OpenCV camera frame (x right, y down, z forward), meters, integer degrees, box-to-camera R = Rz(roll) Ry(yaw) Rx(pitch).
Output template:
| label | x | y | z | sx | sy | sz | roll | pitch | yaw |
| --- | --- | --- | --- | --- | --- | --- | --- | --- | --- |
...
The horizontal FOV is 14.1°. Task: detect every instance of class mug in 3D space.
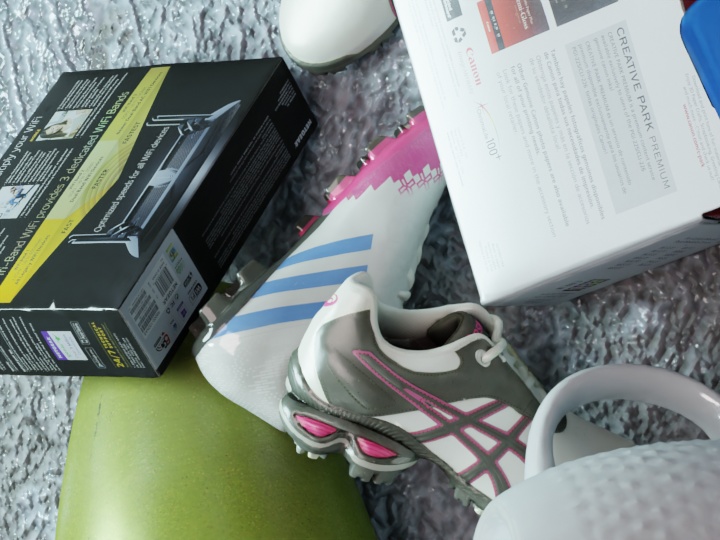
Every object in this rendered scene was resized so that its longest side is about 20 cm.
| label | x | y | z | sx | sy | sz | roll | pitch | yaw |
| --- | --- | --- | --- | --- | --- | --- | --- | --- | --- |
| mug | 0.141 | 0.130 | 1.353 | 0.148 | 0.175 | 0.200 | 110 | 157 | -52 |

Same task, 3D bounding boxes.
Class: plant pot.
| label | x | y | z | sx | sy | sz | roll | pitch | yaw |
| --- | --- | --- | --- | --- | --- | --- | --- | --- | --- |
| plant pot | -0.083 | 0.113 | 1.543 | 0.187 | 0.187 | 0.200 | -26 | 60 | 32 |

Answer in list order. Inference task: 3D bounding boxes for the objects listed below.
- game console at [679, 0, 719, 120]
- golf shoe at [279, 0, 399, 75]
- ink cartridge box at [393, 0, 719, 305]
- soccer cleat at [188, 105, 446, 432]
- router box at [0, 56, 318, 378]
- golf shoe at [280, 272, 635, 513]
| label | x | y | z | sx | sy | sz | roll | pitch | yaw |
| --- | --- | --- | --- | --- | --- | --- | --- | --- | --- |
| game console | 0.272 | -0.068 | 1.332 | 0.200 | 0.118 | 0.171 | -23 | 110 | 6 |
| golf shoe | 0.003 | -0.192 | 1.524 | 0.077 | 0.088 | 0.200 | 43 | 114 | 25 |
| ink cartridge box | 0.123 | -0.103 | 1.443 | 0.175 | 0.084 | 0.200 | -21 | 79 | 30 |
| soccer cleat | 0.000 | 0.000 | 1.506 | 0.086 | 0.070 | 0.200 | 45 | 73 | 1 |
| router box | -0.135 | -0.030 | 1.564 | 0.157 | 0.200 | 0.052 | 0 | 133 | 35 |
| golf shoe | 0.063 | 0.069 | 1.424 | 0.077 | 0.200 | 0.088 | -102 | 31 | -64 |
